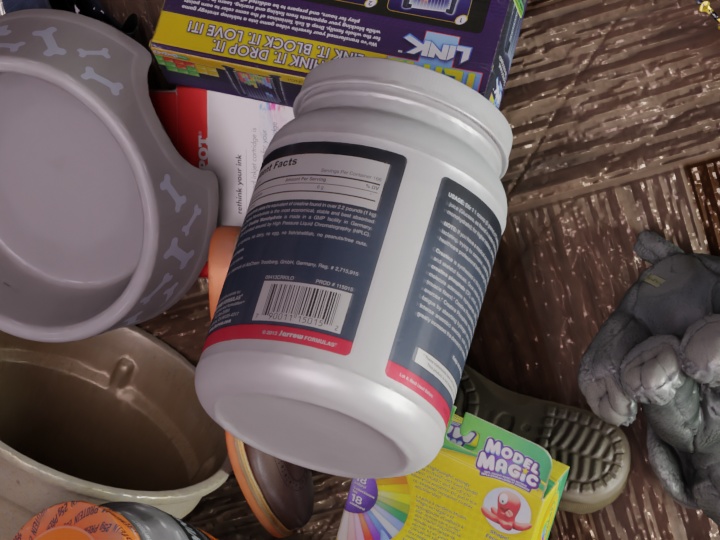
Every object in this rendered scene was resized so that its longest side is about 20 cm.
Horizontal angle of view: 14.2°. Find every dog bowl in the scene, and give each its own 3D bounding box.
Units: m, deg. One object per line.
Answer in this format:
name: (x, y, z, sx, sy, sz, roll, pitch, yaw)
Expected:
dog bowl: (-0.183, -0.049, 1.688, 0.199, 0.059, 0.201, 10, 116, 23)

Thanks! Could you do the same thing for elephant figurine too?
elephant figurine: (0.217, 0.099, 1.664, 0.141, 0.155, 0.200, 1, 131, 48)

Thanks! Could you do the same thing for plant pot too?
plant pot: (-0.197, 0.145, 1.749, 0.200, 0.200, 0.184, 29, 116, 8)

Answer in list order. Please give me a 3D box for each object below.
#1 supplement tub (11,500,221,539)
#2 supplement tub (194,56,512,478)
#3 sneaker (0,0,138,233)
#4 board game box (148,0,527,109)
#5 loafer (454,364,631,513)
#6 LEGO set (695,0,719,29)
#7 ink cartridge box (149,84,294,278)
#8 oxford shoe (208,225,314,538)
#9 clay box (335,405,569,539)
supplement tub: (-0.110, 0.204, 1.633, 0.122, 0.200, 0.123, -14, 62, 29)
supplement tub: (0.000, 0.000, 1.583, 0.140, 0.140, 0.201, 13, 68, 12)
sneaker: (-0.166, -0.109, 1.743, 0.084, 0.075, 0.201, -15, 95, 25)
board game box: (-0.002, -0.173, 1.670, 0.199, 0.057, 0.166, 13, 74, 12)
loafer: (0.069, 0.102, 1.722, 0.199, 0.068, 0.076, 22, 67, 25)
LEGO set: (0.247, -0.191, 1.606, 0.153, 0.116, 0.201, -22, 93, 16)
ink cartridge box: (-0.046, -0.055, 1.728, 0.199, 0.067, 0.117, 2, 100, 13)
oxford shoe: (-0.041, 0.068, 1.700, 0.073, 0.071, 0.201, -3, 117, 11)
clay box: (0.046, 0.158, 1.677, 0.115, 0.048, 0.201, 24, 120, 16)
